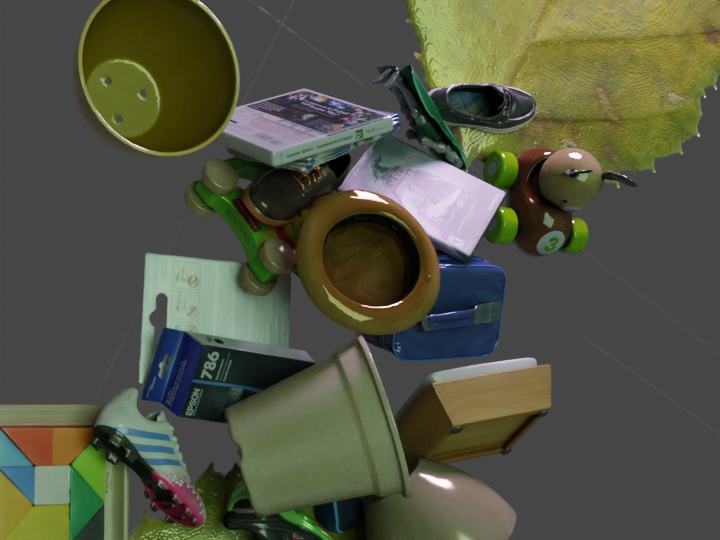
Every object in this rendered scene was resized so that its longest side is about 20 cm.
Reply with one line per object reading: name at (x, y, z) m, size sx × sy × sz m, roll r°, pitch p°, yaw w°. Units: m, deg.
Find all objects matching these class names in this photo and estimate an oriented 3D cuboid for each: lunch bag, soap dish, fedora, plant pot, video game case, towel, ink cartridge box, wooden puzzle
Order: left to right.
wooden puzzle at (-0.360, 0.248, 1.418) m, size 0.197 × 0.037 × 0.188 m, roll 3°, pitch 82°, yaw -30°
plant pot at (-0.263, -0.223, 1.482) m, size 0.198 × 0.141 × 0.203 m, roll 5°, pitch 81°, yaw -31°
ink cartridge box at (-0.184, 0.070, 1.549) m, size 0.197 × 0.050 × 0.165 m, roll 6°, pitch 80°, yaw -25°
ink cartridge box at (-0.158, 0.134, 1.499) m, size 0.198 × 0.039 × 0.101 m, roll 11°, pitch 106°, yaw -29°
video game case at (-0.088, -0.182, 1.556) m, size 0.180 × 0.199 × 0.024 m, roll -21°, pitch 118°, yaw -31°
plant pot at (-0.057, 0.197, 1.458) m, size 0.181 × 0.200 × 0.203 m, roll -17°, pitch 92°, yaw -7°
towel at (-0.058, -0.173, 1.584) m, size 0.199 × 0.145 × 0.024 m, roll -30°, pitch 125°, yaw -44°
fedora at (0.000, 0.000, 1.516) m, size 0.198 × 0.082 × 0.203 m, roll 12°, pitch 61°, yaw -23°
video game case at (0.083, -0.102, 1.667) m, size 0.198 × 0.019 × 0.143 m, roll 28°, pitch 48°, yaw 8°
plant pot at (0.082, 0.322, 1.588) m, size 0.200 × 0.200 × 0.135 m, roll -43°, pitch 96°, yaw -28°
lunch bag at (0.090, 0.043, 1.645) m, size 0.198 × 0.132 × 0.138 m, roll -3°, pitch 102°, yaw -31°
soap dish at (0.149, 0.195, 1.662) m, size 0.198 × 0.158 × 0.082 m, roll -6°, pitch 58°, yaw -32°

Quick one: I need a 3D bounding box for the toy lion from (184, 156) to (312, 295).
toy lion at (-0.100, -0.064, 1.585) m, size 0.201 × 0.069 × 0.191 m, roll 53°, pitch 40°, yaw 9°

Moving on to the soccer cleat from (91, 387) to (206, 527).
soccer cleat at (-0.234, 0.221, 1.464) m, size 0.201 × 0.069 × 0.087 m, roll 55°, pitch 45°, yaw -32°

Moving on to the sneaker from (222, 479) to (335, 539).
sneaker at (-0.093, 0.340, 1.556) m, size 0.199 × 0.077 × 0.084 m, roll 40°, pitch 84°, yaw -18°

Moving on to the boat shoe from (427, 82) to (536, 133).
boat shoe at (0.186, -0.243, 1.800) m, size 0.197 × 0.066 × 0.071 m, roll 2°, pitch 82°, yaw -31°

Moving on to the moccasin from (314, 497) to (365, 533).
moccasin at (-0.030, 0.234, 1.607) m, size 0.067 × 0.080 × 0.203 m, roll -8°, pitch 101°, yaw -36°

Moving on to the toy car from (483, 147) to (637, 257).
toy car at (0.295, -0.109, 1.769) m, size 0.162 × 0.199 × 0.160 m, roll 6°, pitch 79°, yaw -30°

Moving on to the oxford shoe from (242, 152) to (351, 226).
oxford shoe at (-0.078, -0.112, 1.547) m, size 0.071 × 0.073 × 0.200 m, roll 49°, pitch 32°, yaw 4°

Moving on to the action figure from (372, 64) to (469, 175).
action figure at (0.094, -0.196, 1.731) m, size 0.055 × 0.118 × 0.200 m, roll -42°, pitch 115°, yaw -5°
